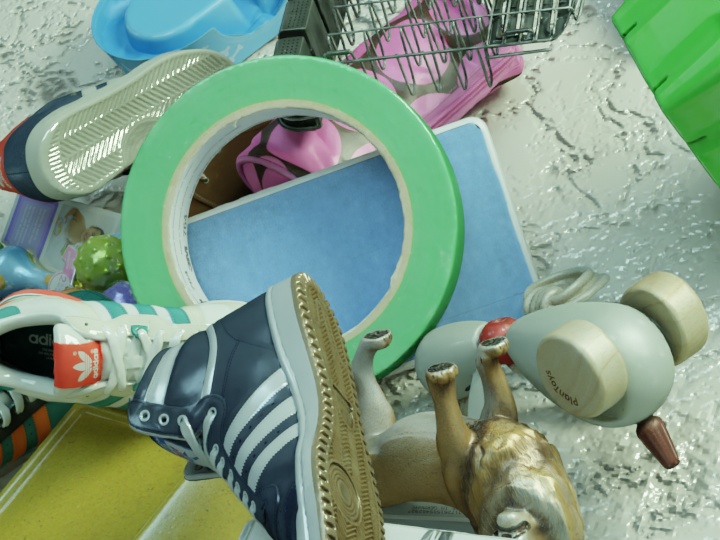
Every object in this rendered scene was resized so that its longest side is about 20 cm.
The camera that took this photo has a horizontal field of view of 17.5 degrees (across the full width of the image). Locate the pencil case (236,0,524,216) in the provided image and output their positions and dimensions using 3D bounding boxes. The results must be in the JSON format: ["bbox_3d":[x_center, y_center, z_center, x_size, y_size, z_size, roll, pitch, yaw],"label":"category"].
[{"bbox_3d":[0.019,-0.098,1.479,0.200,0.091,0.093,-46,30,-21],"label":"pencil case"}]

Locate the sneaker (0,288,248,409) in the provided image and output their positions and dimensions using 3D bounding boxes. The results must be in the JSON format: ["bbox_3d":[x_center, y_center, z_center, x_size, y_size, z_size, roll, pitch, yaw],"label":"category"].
[{"bbox_3d":[-0.130,0.053,1.309,0.198,0.071,0.093,6,11,13],"label":"sneaker"}]

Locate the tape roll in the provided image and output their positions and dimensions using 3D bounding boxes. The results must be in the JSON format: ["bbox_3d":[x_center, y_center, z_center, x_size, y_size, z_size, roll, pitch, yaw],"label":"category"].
[{"bbox_3d":[-0.039,-0.024,1.369,0.199,0.048,0.202,0,88,9],"label":"tape roll"}]

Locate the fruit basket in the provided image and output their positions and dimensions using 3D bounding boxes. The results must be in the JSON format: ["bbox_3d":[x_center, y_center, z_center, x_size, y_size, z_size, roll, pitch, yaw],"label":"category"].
[{"bbox_3d":[0.267,-0.132,1.313,0.214,0.216,0.156,-23,43,3],"label":"fruit basket"}]

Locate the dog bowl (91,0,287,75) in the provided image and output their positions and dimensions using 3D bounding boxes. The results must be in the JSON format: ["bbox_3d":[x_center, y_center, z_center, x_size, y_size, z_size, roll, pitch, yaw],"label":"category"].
[{"bbox_3d":[-0.095,-0.198,1.652,0.200,0.050,0.111,-39,45,-12],"label":"dog bowl"}]

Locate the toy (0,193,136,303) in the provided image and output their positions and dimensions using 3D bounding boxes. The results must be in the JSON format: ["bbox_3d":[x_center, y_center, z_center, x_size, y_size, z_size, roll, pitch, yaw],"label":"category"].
[{"bbox_3d":[-0.173,0.015,1.462,0.199,0.047,0.116,14,82,37],"label":"toy"}]

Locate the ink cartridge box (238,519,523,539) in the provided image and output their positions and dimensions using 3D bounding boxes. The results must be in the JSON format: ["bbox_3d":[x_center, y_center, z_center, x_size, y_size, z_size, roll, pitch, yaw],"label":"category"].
[{"bbox_3d":[0.022,0.205,1.134,0.199,0.086,0.147,3,50,28],"label":"ink cartridge box"}]

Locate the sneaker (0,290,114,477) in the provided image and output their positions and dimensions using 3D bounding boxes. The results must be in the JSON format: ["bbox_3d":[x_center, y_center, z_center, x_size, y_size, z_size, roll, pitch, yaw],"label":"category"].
[{"bbox_3d":[-0.223,0.086,1.392,0.200,0.080,0.071,-42,79,1],"label":"sneaker"}]

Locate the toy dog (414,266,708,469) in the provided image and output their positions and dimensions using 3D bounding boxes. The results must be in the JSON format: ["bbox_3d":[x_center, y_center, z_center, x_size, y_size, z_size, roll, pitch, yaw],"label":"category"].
[{"bbox_3d":[0.114,0.065,1.274,0.131,0.097,0.200,-23,7,-13],"label":"toy dog"}]

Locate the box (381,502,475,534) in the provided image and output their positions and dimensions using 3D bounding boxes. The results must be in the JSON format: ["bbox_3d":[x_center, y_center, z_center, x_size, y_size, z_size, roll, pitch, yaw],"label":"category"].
[{"bbox_3d":[-0.009,0.198,1.245,0.155,0.041,0.201,-2,48,23],"label":"box"}]

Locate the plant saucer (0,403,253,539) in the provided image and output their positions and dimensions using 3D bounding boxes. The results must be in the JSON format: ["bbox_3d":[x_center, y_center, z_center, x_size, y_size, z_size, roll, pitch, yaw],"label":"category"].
[{"bbox_3d":[-0.150,0.149,1.314,0.199,0.049,0.200,10,55,49],"label":"plant saucer"}]

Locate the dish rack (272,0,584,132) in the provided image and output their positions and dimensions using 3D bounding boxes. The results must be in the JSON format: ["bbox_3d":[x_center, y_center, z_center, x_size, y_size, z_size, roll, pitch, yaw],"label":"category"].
[{"bbox_3d":[0.045,-0.163,1.437,0.199,0.055,0.154,-5,45,16],"label":"dish rack"}]

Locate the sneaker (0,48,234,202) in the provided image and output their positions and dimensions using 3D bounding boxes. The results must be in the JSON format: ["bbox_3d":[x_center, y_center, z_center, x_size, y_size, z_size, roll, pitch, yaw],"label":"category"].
[{"bbox_3d":[-0.162,-0.096,1.536,0.084,0.076,0.199,-5,12,43],"label":"sneaker"}]

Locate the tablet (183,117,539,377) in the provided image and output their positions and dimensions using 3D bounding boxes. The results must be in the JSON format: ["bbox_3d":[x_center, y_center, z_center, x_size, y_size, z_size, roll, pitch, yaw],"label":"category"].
[{"bbox_3d":[0.000,0.000,1.394,0.199,0.014,0.131,-19,85,6],"label":"tablet"}]

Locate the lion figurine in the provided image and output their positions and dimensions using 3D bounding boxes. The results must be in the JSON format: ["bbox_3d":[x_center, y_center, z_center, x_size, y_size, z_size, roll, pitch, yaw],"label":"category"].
[{"bbox_3d":[0.034,0.099,1.236,0.072,0.123,0.199,-26,21,-37],"label":"lion figurine"}]

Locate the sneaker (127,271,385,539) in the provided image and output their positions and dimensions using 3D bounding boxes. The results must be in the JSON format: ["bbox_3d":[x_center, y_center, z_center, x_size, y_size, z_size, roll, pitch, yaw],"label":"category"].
[{"bbox_3d":[-0.054,0.100,1.165,0.108,0.070,0.201,-24,45,14],"label":"sneaker"}]

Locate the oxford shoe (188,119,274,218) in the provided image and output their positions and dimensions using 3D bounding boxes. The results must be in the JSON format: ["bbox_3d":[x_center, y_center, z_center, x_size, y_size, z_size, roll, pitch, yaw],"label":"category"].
[{"bbox_3d":[-0.097,-0.061,1.505,0.071,0.071,0.200,32,76,39],"label":"oxford shoe"}]
